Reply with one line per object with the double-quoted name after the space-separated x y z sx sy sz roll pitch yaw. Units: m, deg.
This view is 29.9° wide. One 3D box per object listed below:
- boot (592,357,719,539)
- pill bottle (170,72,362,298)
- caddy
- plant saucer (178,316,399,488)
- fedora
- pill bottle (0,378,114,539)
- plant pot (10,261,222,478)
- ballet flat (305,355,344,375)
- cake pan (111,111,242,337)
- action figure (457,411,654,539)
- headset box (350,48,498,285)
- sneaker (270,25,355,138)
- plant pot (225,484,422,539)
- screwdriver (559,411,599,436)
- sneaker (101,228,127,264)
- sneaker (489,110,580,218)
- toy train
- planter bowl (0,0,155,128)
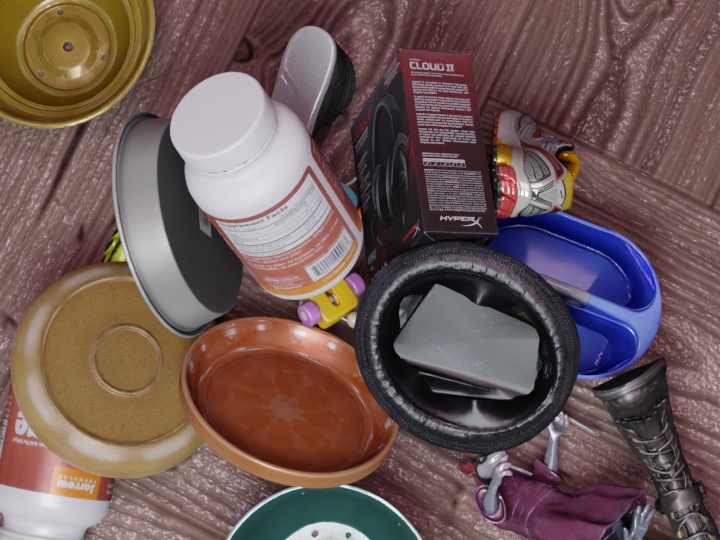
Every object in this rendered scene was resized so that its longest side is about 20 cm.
0.278 0.176 1.208 0.069 0.200 0.176 -24 73 12 "boot"
-0.081 -0.072 1.153 0.111 0.201 0.113 -12 53 17 "pill bottle"
0.183 0.021 1.269 0.198 0.105 0.143 20 84 2 "caddy"
-0.063 0.117 1.185 0.198 0.201 0.033 22 123 2 "plant saucer"
0.095 0.061 1.194 0.197 0.092 0.204 1 102 7 "fedora"
-0.279 0.169 1.246 0.111 0.112 0.203 9 83 1 "pill bottle"
-0.210 0.083 1.202 0.197 0.027 0.203 8 67 -20 "plant pot"
-0.097 0.114 1.282 0.197 0.069 0.071 -4 83 -2 "ballet flat"
-0.154 -0.044 1.179 0.036 0.200 0.203 -12 83 16 "cake pan"
0.171 0.224 1.232 0.133 0.199 0.151 -16 113 -38 "action figure"
0.054 -0.095 1.240 0.076 0.149 0.203 0 68 -20 "headset box"
-0.061 -0.134 1.301 0.070 0.099 0.202 29 102 16 "sneaker"
-0.032 0.291 1.207 0.197 0.161 0.204 0 82 -1 "plant pot"
0.140 0.112 1.299 0.199 0.028 0.029 34 114 4 "screwdriver"
-0.172 -0.056 1.306 0.083 0.074 0.201 39 78 -25 "sneaker"
0.160 -0.094 1.249 0.081 0.201 0.079 4 114 4 "sneaker"
0.000 0.000 1.296 0.148 0.056 0.203 -3 68 -21 "toy train"
-0.292 -0.228 1.311 0.197 0.083 0.204 0 83 0 "planter bowl"
